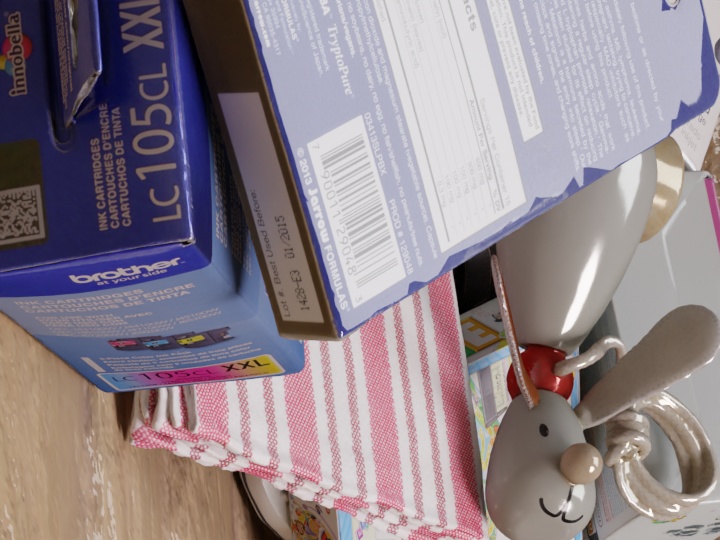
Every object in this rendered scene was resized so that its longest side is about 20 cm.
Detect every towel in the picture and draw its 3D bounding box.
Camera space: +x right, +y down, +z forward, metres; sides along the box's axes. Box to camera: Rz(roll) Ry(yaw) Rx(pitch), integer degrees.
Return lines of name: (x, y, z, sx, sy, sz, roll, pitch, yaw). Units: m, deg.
towel: (-0.021, 0.020, 1.104, 0.200, 0.030, 0.147, 26, 51, -49)

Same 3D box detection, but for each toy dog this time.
toy dog: (0.094, 0.000, 1.160, 0.096, 0.131, 0.201, -35, -116, 52)

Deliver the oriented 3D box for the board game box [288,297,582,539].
board game box: (0.035, 0.121, 1.243, 0.034, 0.134, 0.201, 28, -49, 44)

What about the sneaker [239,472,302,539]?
sneaker: (-0.006, 0.086, 1.278, 0.200, 0.079, 0.079, 29, 85, -52)

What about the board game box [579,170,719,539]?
board game box: (0.110, 0.058, 1.326, 0.200, 0.064, 0.148, 131, -47, -66)

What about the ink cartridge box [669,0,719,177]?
ink cartridge box: (0.108, -0.153, 1.318, 0.145, 0.084, 0.201, 49, 47, -32)

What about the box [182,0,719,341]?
box: (0.033, -0.073, 0.907, 0.200, 0.032, 0.122, -30, 111, -40)

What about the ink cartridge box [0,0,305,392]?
ink cartridge box: (-0.075, -0.049, 0.901, 0.200, 0.076, 0.137, 50, 32, -72)

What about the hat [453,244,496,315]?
hat: (0.000, 0.000, 1.296, 0.081, 0.200, 0.201, -45, 141, -27)
